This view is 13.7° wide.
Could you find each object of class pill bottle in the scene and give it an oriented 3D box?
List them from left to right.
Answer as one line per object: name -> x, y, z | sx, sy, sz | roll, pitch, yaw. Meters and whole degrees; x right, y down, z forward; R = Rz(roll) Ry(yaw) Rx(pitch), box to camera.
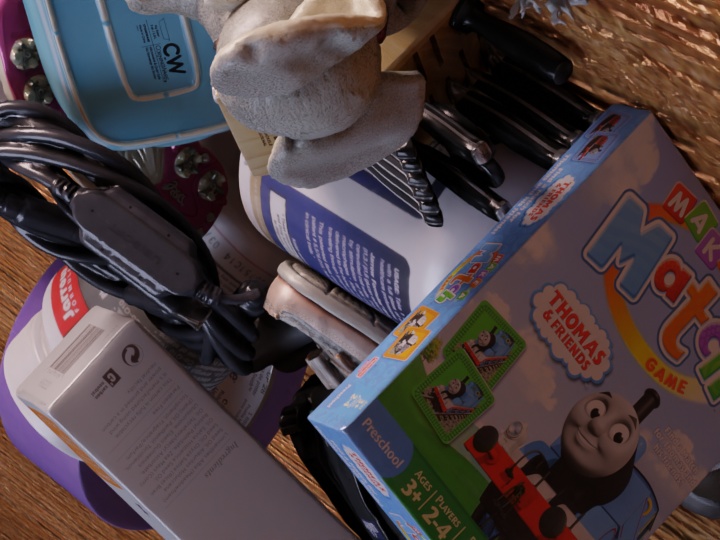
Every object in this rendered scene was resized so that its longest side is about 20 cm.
pill bottle -> -0.111, 0.016, 1.730 | 0.114, 0.200, 0.114 | 34, -150, -23
pill bottle -> 0.043, -0.024, 1.424 | 0.200, 0.111, 0.111 | 32, 160, 40

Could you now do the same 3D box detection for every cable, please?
cable -> -0.129, -0.022, 1.534 | 0.200, 0.051, 0.163 | 34, 170, 8

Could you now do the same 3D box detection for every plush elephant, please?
plush elephant -> -0.021, -0.122, 1.250 | 0.200, 0.155, 0.165 | 39, 164, 22

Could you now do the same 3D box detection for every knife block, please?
knife block -> 0.024, -0.111, 1.377 | 0.175, 0.201, 0.064 | -8, 143, 11

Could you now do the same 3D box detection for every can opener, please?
can opener -> 0.000, 0.000, 1.608 | 0.200, 0.052, 0.067 | -37, 60, 45

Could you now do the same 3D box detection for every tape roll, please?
tape roll -> -0.130, 0.060, 1.923 | 0.085, 0.200, 0.200 | 35, 162, 34

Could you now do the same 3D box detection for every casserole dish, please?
casserole dish -> -0.107, -0.135, 1.472 | 0.039, 0.121, 0.201 | -98, -4, -52

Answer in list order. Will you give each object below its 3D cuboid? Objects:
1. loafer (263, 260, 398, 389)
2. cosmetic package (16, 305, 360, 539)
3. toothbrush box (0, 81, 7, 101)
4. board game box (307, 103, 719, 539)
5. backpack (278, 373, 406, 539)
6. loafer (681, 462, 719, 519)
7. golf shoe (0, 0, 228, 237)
loafer -> 0.030, 0.067, 1.494 | 0.200, 0.063, 0.072 | 30, -172, -21
cosmetic package -> -0.089, 0.115, 1.646 | 0.200, 0.071, 0.101 | 45, 171, -14
toothbrush box -> -0.260, -0.138, 1.854 | 0.200, 0.146, 0.086 | 26, 155, 52
board game box -> 0.093, 0.050, 1.317 | 0.151, 0.200, 0.037 | 52, 162, -25
backpack -> 0.075, 0.121, 1.638 | 0.200, 0.153, 0.176 | 58, 164, -12
loafer -> 0.126, 0.037, 1.470 | 0.200, 0.073, 0.071 | 35, 153, 16
golf shoe -> -0.150, -0.088, 1.586 | 0.091, 0.075, 0.200 | 30, 160, 46
